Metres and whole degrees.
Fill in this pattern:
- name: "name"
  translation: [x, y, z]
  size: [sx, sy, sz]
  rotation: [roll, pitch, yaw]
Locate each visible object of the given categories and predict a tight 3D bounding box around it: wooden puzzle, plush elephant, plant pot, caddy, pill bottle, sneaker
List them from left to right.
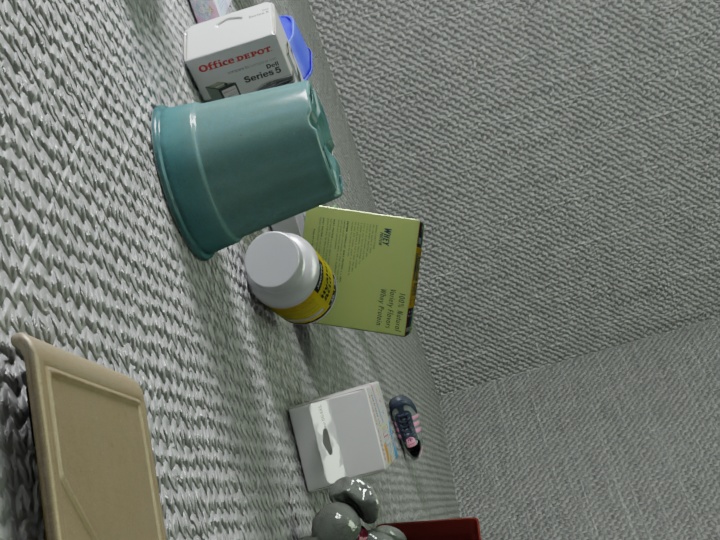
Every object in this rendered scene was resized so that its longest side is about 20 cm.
- name: "wooden puzzle"
  translation: [-0.193, 0.157, 0.762]
  size: [0.185, 0.037, 0.203]
  rotation: [53, 18, -71]
- name: "plant pot"
  translation: [-0.132, -0.136, 1.299]
  size: [0.200, 0.193, 0.204]
  rotation: [-16, 90, -84]
- name: "caddy"
  translation: [-0.157, -0.367, 1.859]
  size: [0.201, 0.139, 0.106]
  rotation: [-95, 163, -55]
- name: "pill bottle"
  translation: [-0.106, 0.009, 1.544]
  size: [0.200, 0.109, 0.113]
  rotation: [50, 25, -72]
- name: "plush elephant"
  translation: [-0.014, 0.378, 1.387]
  size: [0.154, 0.164, 0.201]
  rotation: [40, -38, 11]
- name: "sneaker"
  translation: [0.126, 0.411, 2.707]
  size: [0.083, 0.069, 0.202]
  rotation: [-102, 172, -50]
- name: "plant pot"
  translation: [0.132, 0.589, 1.904]
  size: [0.200, 0.196, 0.179]
  rotation: [-84, 168, -73]

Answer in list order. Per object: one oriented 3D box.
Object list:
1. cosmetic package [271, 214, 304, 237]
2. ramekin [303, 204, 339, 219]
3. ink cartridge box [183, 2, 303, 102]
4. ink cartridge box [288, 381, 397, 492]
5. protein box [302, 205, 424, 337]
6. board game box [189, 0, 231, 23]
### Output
- name: "cosmetic package"
  translation: [-0.146, -0.140, 1.802]
  size: [0.083, 0.050, 0.203]
  rotation: [-91, 165, -72]
- name: "ramekin"
  translation: [-0.064, -0.016, 1.997]
  size: [0.200, 0.096, 0.203]
  rotation: [-16, 90, -83]
- name: "ink cartridge box"
  translation: [-0.165, -0.283, 1.575]
  size: [0.201, 0.143, 0.085]
  rotation: [67, 11, -46]
- name: "ink cartridge box"
  translation: [-0.025, 0.252, 1.591]
  size: [0.200, 0.123, 0.131]
  rotation: [21, 54, -82]
- name: "protein box"
  translation: [0.000, 0.000, 1.807]
  size: [0.135, 0.196, 0.202]
  rotation: [5, 93, -82]
- name: "board game box"
  translation: [-0.268, -0.518, 1.699]
  size: [0.201, 0.043, 0.202]
  rotation: [-92, 165, -64]
